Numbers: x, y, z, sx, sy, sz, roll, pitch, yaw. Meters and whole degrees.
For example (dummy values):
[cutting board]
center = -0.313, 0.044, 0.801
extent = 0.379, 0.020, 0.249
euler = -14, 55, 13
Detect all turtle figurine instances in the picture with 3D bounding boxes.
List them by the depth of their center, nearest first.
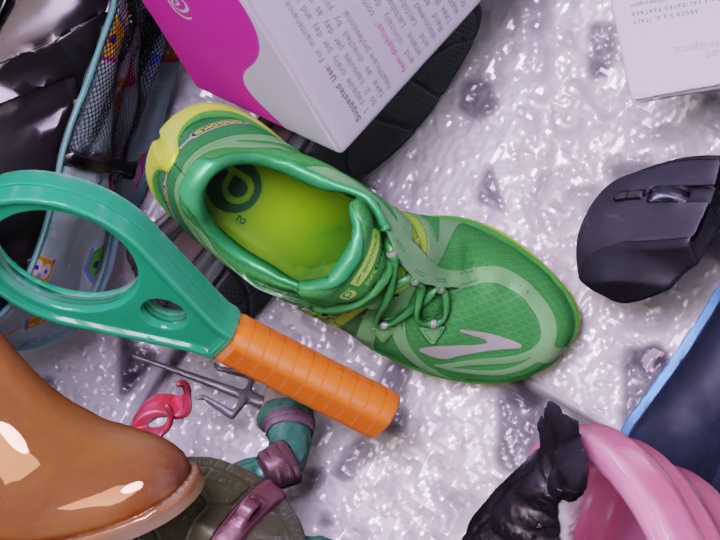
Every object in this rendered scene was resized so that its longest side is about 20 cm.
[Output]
[turtle figurine]
center = -0.051, 0.126, 1.246
extent = 0.200, 0.101, 0.150
euler = 33, 95, 16

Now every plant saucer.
[plant saucer]
center = 0.117, 0.156, 1.142
extent = 0.051, 0.201, 0.201
euler = -10, 73, -18

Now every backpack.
[backpack]
center = -0.178, -0.061, 1.295
extent = 0.175, 0.153, 0.201
euler = 15, 87, 18

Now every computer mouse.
[computer mouse]
center = 0.144, -0.033, 1.172
extent = 0.034, 0.200, 0.059
euler = 37, 59, -16

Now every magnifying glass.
[magnifying glass]
center = -0.073, 0.017, 1.212
extent = 0.080, 0.200, 0.022
euler = -43, 24, 47

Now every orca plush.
[orca plush]
center = 0.049, 0.153, 1.132
extent = 0.105, 0.071, 0.200
euler = 53, 143, 36

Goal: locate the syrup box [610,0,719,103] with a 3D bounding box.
[syrup box]
center = 0.140, -0.176, 1.200
extent = 0.079, 0.081, 0.201
euler = -9, 101, 25

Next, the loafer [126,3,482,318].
[loafer]
center = -0.031, -0.060, 1.288
extent = 0.063, 0.072, 0.200
euler = 44, 98, 28

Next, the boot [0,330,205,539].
[boot]
center = -0.164, 0.033, 1.183
extent = 0.199, 0.074, 0.155
euler = 3, 118, 26

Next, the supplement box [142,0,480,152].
[supplement box]
center = 0.005, -0.163, 1.229
extent = 0.101, 0.103, 0.200
euler = 26, 69, 43

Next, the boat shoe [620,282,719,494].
[boat shoe]
center = 0.181, 0.023, 1.196
extent = 0.069, 0.084, 0.200
euler = 37, 110, 15

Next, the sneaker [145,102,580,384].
[sneaker]
center = 0.000, 0.000, 1.223
extent = 0.200, 0.084, 0.074
euler = 25, 103, -14
